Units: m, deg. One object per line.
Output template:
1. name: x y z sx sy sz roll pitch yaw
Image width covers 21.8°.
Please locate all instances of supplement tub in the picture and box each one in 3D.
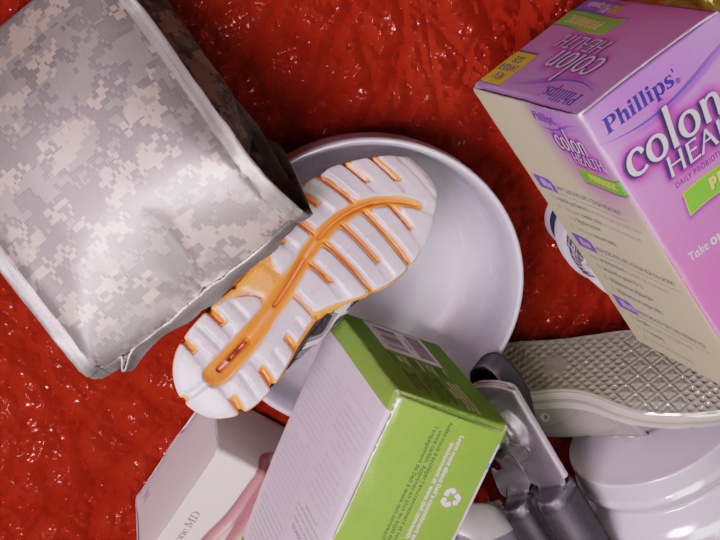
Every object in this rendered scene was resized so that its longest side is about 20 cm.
1. supplement tub: 0.234 0.181 1.260 0.145 0.145 0.200 -26 114 4

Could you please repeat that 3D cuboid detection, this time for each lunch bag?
1. lunch bag: -0.141 -0.056 1.085 0.164 0.118 0.200 -37 79 9

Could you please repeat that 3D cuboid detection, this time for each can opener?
1. can opener: 0.126 0.142 1.191 0.053 0.067 0.200 -17 113 39

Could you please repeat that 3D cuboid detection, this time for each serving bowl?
1. serving bowl: 0.000 0.000 1.193 0.200 0.066 0.201 -3 114 -7

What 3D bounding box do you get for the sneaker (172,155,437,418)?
1. sneaker: -0.036 0.006 1.119 0.200 0.077 0.078 -42 88 -8

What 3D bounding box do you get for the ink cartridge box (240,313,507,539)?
1. ink cartridge box: -0.005 0.145 1.123 0.076 0.148 0.200 19 101 -20

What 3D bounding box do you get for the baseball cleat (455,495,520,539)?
1. baseball cleat: 0.110 0.215 1.245 0.070 0.107 0.200 -27 148 29

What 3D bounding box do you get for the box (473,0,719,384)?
1. box: 0.179 -0.045 1.064 0.097 0.176 0.200 -37 107 -5

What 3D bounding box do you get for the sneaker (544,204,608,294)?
1. sneaker: 0.209 0.013 1.221 0.200 0.081 0.077 26 106 -19

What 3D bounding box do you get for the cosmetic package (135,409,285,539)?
1. cosmetic package: -0.041 0.179 1.252 0.200 0.087 0.103 29 108 -18

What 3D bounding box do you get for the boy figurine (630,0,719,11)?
1. boy figurine: 0.250 -0.149 1.166 0.199 0.064 0.125 10 115 -15

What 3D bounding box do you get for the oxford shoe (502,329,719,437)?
1. oxford shoe: 0.160 0.081 1.223 0.199 0.075 0.058 -2 133 23
